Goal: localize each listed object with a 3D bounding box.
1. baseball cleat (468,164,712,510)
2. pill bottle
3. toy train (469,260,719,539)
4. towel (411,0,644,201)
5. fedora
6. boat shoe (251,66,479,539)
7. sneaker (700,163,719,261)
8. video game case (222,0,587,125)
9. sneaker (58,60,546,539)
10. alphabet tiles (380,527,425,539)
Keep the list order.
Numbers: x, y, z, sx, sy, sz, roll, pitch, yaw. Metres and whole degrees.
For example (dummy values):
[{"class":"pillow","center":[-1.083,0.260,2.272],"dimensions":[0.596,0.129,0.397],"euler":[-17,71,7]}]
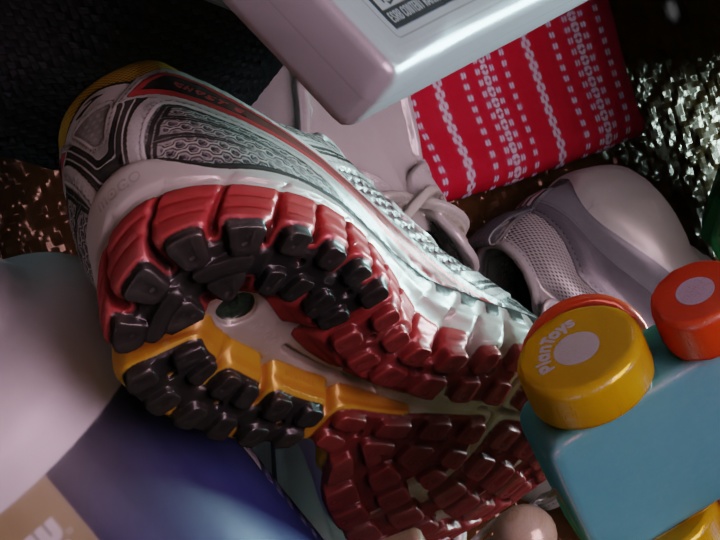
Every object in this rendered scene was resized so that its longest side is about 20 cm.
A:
[{"class":"baseball cleat","center":[0.090,0.070,0.934],"dimensions":[0.106,0.070,0.200],"euler":[-29,91,-35]},{"class":"pill bottle","center":[-0.079,0.067,0.744],"dimensions":[0.200,0.111,0.111],"euler":[52,52,-20]},{"class":"toy train","center":[0.065,0.082,0.733],"dimensions":[0.150,0.056,0.200],"euler":[16,110,-31]},{"class":"towel","center":[0.005,-0.089,0.911],"dimensions":[0.200,0.022,0.145],"euler":[-18,95,-43]},{"class":"fedora","center":[-0.085,-0.085,0.760],"dimensions":[0.200,0.201,0.092],"euler":[19,111,-38]},{"class":"boat shoe","center":[0.000,0.000,0.836],"dimensions":[0.072,0.066,0.200],"euler":[-2,94,-45]},{"class":"sneaker","center":[0.159,-0.014,0.928],"dimensions":[0.074,0.200,0.084],"euler":[29,92,-11]},{"class":"video game case","center":[-0.019,-0.126,0.734],"dimensions":[0.182,0.024,0.200],"euler":[46,29,6]},{"class":"sneaker","center":[-0.003,0.007,0.745],"dimensions":[0.200,0.078,0.082],"euler":[41,17,-52]},{"class":"alphabet tiles","center":[-0.001,0.145,0.706],"dimensions":[0.006,0.166,0.200],"euler":[-109,176,-51]}]
